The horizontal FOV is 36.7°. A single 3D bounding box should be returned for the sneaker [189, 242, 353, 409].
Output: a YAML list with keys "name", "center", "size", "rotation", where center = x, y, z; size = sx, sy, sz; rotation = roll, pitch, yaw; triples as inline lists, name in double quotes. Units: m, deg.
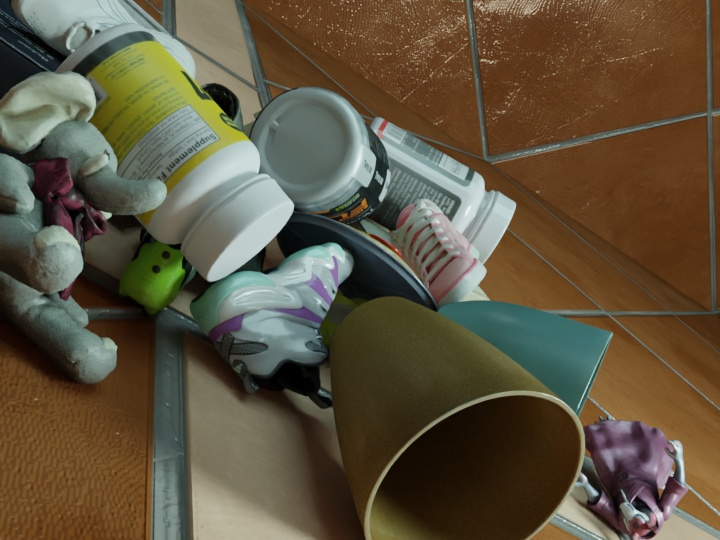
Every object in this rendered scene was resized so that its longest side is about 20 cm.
- name: "sneaker"
  center: [-0.054, 0.060, 0.997]
  size: [0.200, 0.078, 0.140]
  rotation: [-22, 80, -47]

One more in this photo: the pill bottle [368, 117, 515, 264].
- name: "pill bottle"
  center: [0.077, -0.089, 1.314]
  size: [0.200, 0.114, 0.114]
  rotation: [30, 16, -2]

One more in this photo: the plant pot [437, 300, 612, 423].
- name: "plant pot"
  center: [0.129, 0.119, 1.048]
  size: [0.161, 0.201, 0.201]
  rotation: [24, 12, 14]

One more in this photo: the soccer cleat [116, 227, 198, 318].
- name: "soccer cleat"
  center: [-0.171, -0.023, 1.004]
  size: [0.067, 0.081, 0.200]
  rotation: [34, 16, -11]

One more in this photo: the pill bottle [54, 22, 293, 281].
- name: "pill bottle"
  center: [-0.155, -0.094, 0.891]
  size: [0.200, 0.114, 0.114]
  rotation: [48, 17, 7]

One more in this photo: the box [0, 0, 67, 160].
- name: "box"
  center: [-0.327, -0.177, 1.044]
  size: [0.196, 0.118, 0.200]
  rotation: [34, 15, -11]

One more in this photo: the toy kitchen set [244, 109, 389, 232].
- name: "toy kitchen set"
  center: [-0.093, -0.116, 1.459]
  size: [0.181, 0.163, 0.200]
  rotation: [65, -6, -25]

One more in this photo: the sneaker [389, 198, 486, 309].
- name: "sneaker"
  center: [0.076, -0.017, 1.178]
  size: [0.105, 0.075, 0.200]
  rotation: [43, 13, -6]

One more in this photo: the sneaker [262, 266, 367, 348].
- name: "sneaker"
  center: [-0.021, 0.045, 1.143]
  size: [0.200, 0.076, 0.105]
  rotation: [29, 17, -24]

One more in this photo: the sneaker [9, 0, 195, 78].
- name: "sneaker"
  center: [-0.228, -0.208, 1.007]
  size: [0.200, 0.075, 0.087]
  rotation: [25, 25, -37]

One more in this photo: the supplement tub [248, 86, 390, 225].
- name: "supplement tub"
  center: [-0.036, -0.114, 1.157]
  size: [0.122, 0.123, 0.200]
  rotation: [40, 4, 13]

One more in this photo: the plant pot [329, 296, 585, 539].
- name: "plant pot"
  center: [0.052, 0.113, 0.894]
  size: [0.186, 0.187, 0.200]
  rotation: [25, 19, -37]

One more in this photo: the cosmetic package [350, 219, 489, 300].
- name: "cosmetic package"
  center: [0.047, 0.025, 1.302]
  size: [0.200, 0.104, 0.073]
  rotation: [24, 19, -36]

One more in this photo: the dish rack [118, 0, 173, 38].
- name: "dish rack"
  center: [-0.324, -0.275, 1.193]
  size: [0.200, 0.044, 0.172]
  rotation: [12, -9, 22]

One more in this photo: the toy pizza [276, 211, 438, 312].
- name: "toy pizza"
  center: [0.000, 0.000, 1.129]
  size: [0.200, 0.032, 0.200]
  rotation: [29, -22, 13]

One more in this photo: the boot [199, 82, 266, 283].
- name: "boot"
  center: [-0.138, -0.086, 1.062]
  size: [0.182, 0.072, 0.200]
  rotation: [-120, -165, -57]

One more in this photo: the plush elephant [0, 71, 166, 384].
- name: "plush elephant"
  center: [-0.218, -0.044, 0.787]
  size: [0.200, 0.155, 0.165]
  rotation: [28, -30, 26]

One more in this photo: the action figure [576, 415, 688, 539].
- name: "action figure"
  center: [0.313, 0.260, 1.270]
  size: [0.200, 0.134, 0.149]
  rotation: [-77, 156, -60]
